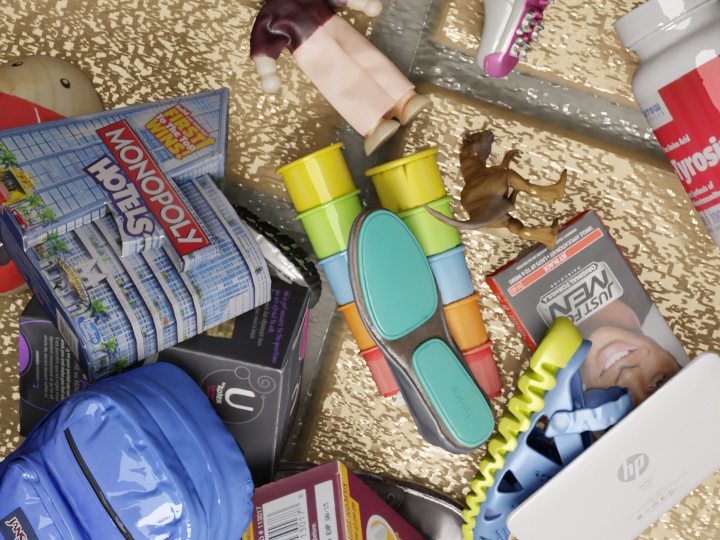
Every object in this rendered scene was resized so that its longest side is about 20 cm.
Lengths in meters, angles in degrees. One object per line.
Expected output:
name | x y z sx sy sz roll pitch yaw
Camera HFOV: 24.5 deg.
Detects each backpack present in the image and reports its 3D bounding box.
backpack | -0.179 0.173 1.142 0.200 0.168 0.163 -37 85 27

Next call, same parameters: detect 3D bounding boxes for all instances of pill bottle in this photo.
pill bottle | 0.281 -0.126 1.289 0.112 0.112 0.201 -29 89 -2

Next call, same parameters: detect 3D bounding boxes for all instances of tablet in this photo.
tablet | 0.211 0.155 1.254 0.200 0.014 0.130 -41 135 2

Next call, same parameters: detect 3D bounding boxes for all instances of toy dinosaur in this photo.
toy dinosaur | 0.100 -0.049 1.254 0.105 0.200 0.061 10 112 2

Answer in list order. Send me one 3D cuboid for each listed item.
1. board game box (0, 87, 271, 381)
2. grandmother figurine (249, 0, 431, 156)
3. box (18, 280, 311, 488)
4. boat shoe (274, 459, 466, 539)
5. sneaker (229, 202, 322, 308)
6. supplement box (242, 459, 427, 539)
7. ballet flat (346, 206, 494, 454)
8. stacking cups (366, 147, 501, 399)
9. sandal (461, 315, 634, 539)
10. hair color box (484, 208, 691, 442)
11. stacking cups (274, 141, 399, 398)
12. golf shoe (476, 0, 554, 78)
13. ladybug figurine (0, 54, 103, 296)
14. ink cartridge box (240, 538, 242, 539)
board game box | -0.156 -0.046 1.207 0.199 0.062 0.200 -26 60 -23
grandmother figurine | -0.038 -0.185 1.313 0.121 0.061 0.200 -40 87 -29
box | -0.146 0.069 1.247 0.198 0.106 0.123 12 126 5
boat shoe | -0.005 0.191 1.301 0.198 0.065 0.072 16 86 -2
sneaker | -0.119 -0.021 1.299 0.199 0.074 0.080 34 95 14
supplement box | -0.001 0.238 1.217 0.085 0.200 0.111 -21 52 18
ballet flat | 0.035 0.049 1.256 0.073 0.073 0.201 -27 96 -2
stacking cups | 0.067 0.006 1.305 0.060 0.061 0.201 -21 93 -2
sandal | 0.141 0.139 1.257 0.087 0.079 0.201 28 113 8
hair color box | 0.194 0.063 1.310 0.101 0.061 0.201 -34 91 -2
stacking cups | 0.000 0.000 1.312 0.060 0.061 0.201 -25 94 -2
golf shoe | 0.118 -0.254 1.316 0.091 0.075 0.201 18 87 14
ladybug figurine | -0.272 -0.073 1.290 0.135 0.072 0.202 17 89 7
ink cartridge box | -0.131 0.284 1.215 0.164 0.200 0.075 -37 93 14
